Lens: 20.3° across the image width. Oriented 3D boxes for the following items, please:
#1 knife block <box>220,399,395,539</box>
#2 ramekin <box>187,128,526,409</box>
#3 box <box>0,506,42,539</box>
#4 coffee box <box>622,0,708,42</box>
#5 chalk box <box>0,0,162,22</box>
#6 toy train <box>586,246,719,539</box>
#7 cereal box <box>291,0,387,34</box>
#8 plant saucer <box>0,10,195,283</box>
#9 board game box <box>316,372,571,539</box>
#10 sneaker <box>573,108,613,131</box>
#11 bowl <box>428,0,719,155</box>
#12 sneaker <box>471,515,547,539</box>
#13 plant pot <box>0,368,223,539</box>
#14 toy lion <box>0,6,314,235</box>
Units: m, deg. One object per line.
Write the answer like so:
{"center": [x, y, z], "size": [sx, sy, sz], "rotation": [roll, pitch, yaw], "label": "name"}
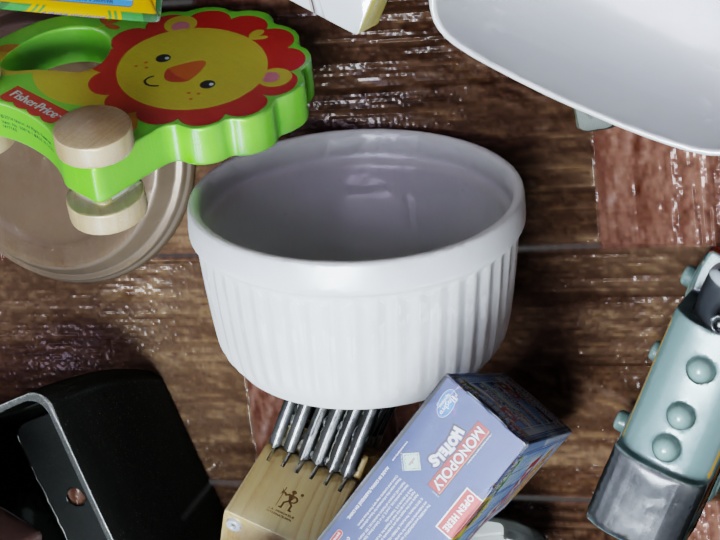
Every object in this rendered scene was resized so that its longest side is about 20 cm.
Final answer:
{"center": [-0.025, 0.133, 1.294], "size": [0.064, 0.176, 0.200], "rotation": [23, 138, 12], "label": "knife block"}
{"center": [0.000, 0.000, 1.200], "size": [0.200, 0.200, 0.105], "rotation": [7, 117, 21], "label": "ramekin"}
{"center": [-0.326, 0.218, 1.200], "size": [0.164, 0.200, 0.166], "rotation": [27, 114, 14], "label": "box"}
{"center": [0.214, -0.229, 1.083], "size": [0.080, 0.113, 0.200], "rotation": [42, 118, 7], "label": "coffee box"}
{"center": [-0.222, -0.221, 1.236], "size": [0.200, 0.125, 0.124], "rotation": [12, 101, 52], "label": "chalk box"}
{"center": [0.199, 0.074, 1.179], "size": [0.085, 0.114, 0.200], "rotation": [27, 114, 13], "label": "toy train"}
{"center": [-0.054, -0.252, 1.230], "size": [0.200, 0.040, 0.144], "rotation": [29, 116, 13], "label": "cereal box"}
{"center": [-0.205, -0.085, 1.353], "size": [0.200, 0.029, 0.200], "rotation": [7, 109, 22], "label": "plant saucer"}
{"center": [0.047, 0.134, 1.187], "size": [0.062, 0.200, 0.200], "rotation": [41, 110, 12], "label": "board game box"}
{"center": [0.103, -0.167, 1.173], "size": [0.079, 0.074, 0.200], "rotation": [-36, 90, 33], "label": "sneaker"}
{"center": [0.150, -0.180, 1.020], "size": [0.199, 0.075, 0.200], "rotation": [25, 115, 15], "label": "bowl"}
{"center": [0.040, 0.237, 1.288], "size": [0.200, 0.116, 0.076], "rotation": [-29, 133, 34], "label": "sneaker"}
{"center": [-0.200, 0.170, 1.343], "size": [0.200, 0.177, 0.200], "rotation": [-22, 97, 28], "label": "plant pot"}
{"center": [-0.137, -0.112, 1.236], "size": [0.200, 0.192, 0.069], "rotation": [27, 138, 35], "label": "toy lion"}
